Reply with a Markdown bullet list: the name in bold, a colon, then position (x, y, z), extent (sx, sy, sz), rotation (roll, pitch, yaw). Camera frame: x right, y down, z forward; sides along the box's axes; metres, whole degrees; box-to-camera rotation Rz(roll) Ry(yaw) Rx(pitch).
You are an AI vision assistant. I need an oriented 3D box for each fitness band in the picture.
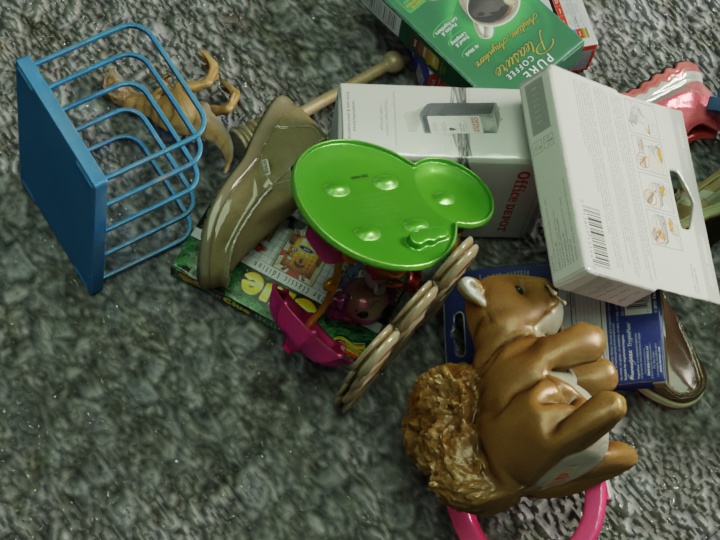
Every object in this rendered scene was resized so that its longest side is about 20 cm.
- **fitness band**: position (0.138, 0.170, 1.495), extent (0.143, 0.037, 0.201), rotation (-20, 70, 10)

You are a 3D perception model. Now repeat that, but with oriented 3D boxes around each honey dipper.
- **honey dipper**: position (-0.037, -0.164, 1.661), extent (0.199, 0.038, 0.038), rotation (-32, 72, -21)

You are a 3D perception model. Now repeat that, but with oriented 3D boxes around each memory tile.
- **memory tile**: position (0.037, 0.051, 1.471), extent (0.017, 0.200, 0.153), rotation (42, 74, 5)

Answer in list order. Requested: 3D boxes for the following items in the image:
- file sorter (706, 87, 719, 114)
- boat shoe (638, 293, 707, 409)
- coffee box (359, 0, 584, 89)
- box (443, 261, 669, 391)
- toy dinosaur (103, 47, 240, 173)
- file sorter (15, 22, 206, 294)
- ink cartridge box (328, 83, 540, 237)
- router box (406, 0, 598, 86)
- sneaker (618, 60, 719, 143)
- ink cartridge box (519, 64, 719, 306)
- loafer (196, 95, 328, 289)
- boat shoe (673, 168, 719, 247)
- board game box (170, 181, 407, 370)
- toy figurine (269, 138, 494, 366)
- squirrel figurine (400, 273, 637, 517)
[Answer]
- **file sorter**: position (0.448, -0.183, 1.600), extent (0.138, 0.200, 0.124), rotation (13, 95, -24)
- **boat shoe**: position (0.250, 0.035, 1.581), extent (0.074, 0.075, 0.203), rotation (-31, 72, -19)
- **coffee box**: position (0.104, -0.242, 1.656), extent (0.123, 0.044, 0.200), rotation (-41, 76, -21)
- **box**: position (0.175, 0.052, 1.550), extent (0.198, 0.032, 0.122), rotation (-5, 76, 15)
- **toy dinosaur**: position (-0.157, -0.146, 1.622), extent (0.199, 0.061, 0.106), rotation (27, 64, 32)
- **file sorter**: position (-0.219, -0.102, 1.519), extent (0.122, 0.200, 0.139), rotation (-28, 71, -21)
- **ink cartridge box**: position (0.071, -0.099, 1.582), extent (0.198, 0.146, 0.085), rotation (3, 62, -6)
- **router box**: position (0.123, -0.284, 1.730), extent (0.178, 0.049, 0.201), rotation (-11, 67, -12)
- **sneaker**: position (0.269, -0.130, 1.663), extent (0.199, 0.074, 0.087), rotation (-28, 73, -19)
- **ink cartridge box**: position (0.229, -0.066, 1.513), extent (0.175, 0.045, 0.201), rotation (14, 59, -38)
- **loafer**: position (-0.089, -0.067, 1.559), extent (0.067, 0.076, 0.201), rotation (23, 72, 5)
- **boat shoe**: position (0.330, -0.066, 1.644), extent (0.200, 0.073, 0.063), rotation (-28, 65, -22)
- **board game box**: position (-0.065, 0.005, 1.586), extent (0.199, 0.023, 0.105), rotation (27, 67, 6)
- **toy figurine**: position (0.000, 0.000, 1.495), extent (0.199, 0.185, 0.150), rotation (-12, 54, -38)
- **squirrel figurine**: position (0.115, 0.098, 1.434), extent (0.199, 0.142, 0.188), rotation (-28, 62, 8)
